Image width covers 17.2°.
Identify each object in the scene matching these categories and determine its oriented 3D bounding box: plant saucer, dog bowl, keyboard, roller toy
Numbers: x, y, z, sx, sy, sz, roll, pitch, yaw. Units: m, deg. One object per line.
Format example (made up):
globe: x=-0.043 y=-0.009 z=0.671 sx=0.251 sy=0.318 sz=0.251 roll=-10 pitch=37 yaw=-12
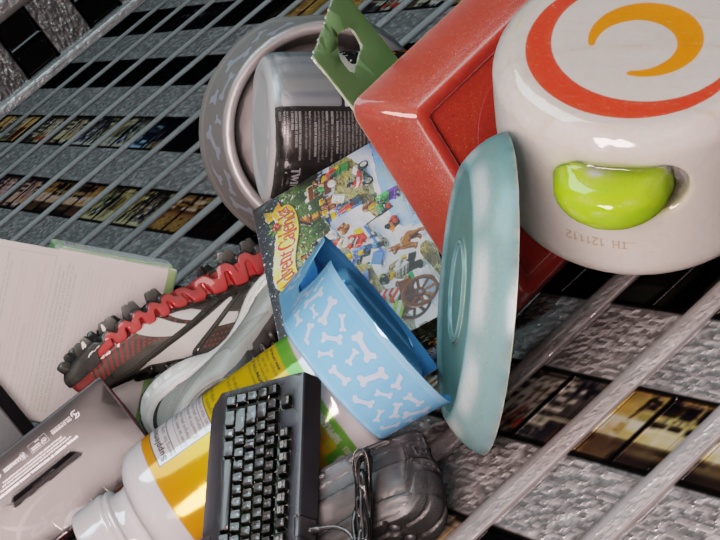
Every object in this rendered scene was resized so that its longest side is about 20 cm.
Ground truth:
plant saucer: x=0.070 y=0.013 z=1.476 sx=0.027 sy=0.201 sz=0.200 roll=4 pitch=18 yaw=-6
dog bowl: x=-0.002 y=0.044 z=1.474 sx=0.050 sy=0.112 sz=0.200 roll=-41 pitch=10 yaw=3
dog bowl: x=-0.029 y=-0.114 z=1.938 sx=0.200 sy=0.200 sz=0.059 roll=-38 pitch=10 yaw=-6
keyboard: x=-0.042 y=0.154 z=1.408 sx=0.127 sy=0.021 sz=0.201 roll=-13 pitch=60 yaw=25
plant saucer: x=0.116 y=-0.093 z=1.621 sx=0.200 sy=0.200 sz=0.037 roll=-44 pitch=27 yaw=-23
roller toy: x=0.180 y=-0.094 z=1.521 sx=0.200 sy=0.140 sz=0.182 roll=-28 pitch=48 yaw=-18

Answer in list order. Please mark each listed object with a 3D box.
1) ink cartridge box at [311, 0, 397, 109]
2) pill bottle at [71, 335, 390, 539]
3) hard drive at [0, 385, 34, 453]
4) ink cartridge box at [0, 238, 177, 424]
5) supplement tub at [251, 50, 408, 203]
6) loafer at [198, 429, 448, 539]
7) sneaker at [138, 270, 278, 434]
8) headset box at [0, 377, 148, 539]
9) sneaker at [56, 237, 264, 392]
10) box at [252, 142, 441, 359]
ink cartridge box: x=0.050 y=-0.111 z=1.699 sx=0.048 sy=0.200 sz=0.146 roll=-29 pitch=20 yaw=20
pill bottle: x=-0.085 y=0.137 z=1.555 sx=0.200 sy=0.111 sz=0.111 roll=-36 pitch=17 yaw=4
hard drive: x=-0.338 y=0.181 z=1.881 sx=0.200 sy=0.140 sz=0.033 roll=-33 pitch=19 yaw=13
ink cartridge box: x=-0.258 y=0.047 z=1.902 sx=0.048 sy=0.199 sz=0.146 roll=-142 pitch=64 yaw=-72
supplement tub: x=0.020 y=-0.110 z=1.855 sx=0.199 sy=0.123 sz=0.123 roll=-1 pitch=13 yaw=-11
loafer: x=-0.038 y=0.158 z=1.460 sx=0.200 sy=0.068 sz=0.071 roll=-25 pitch=51 yaw=20
sneaker: x=-0.075 y=0.068 z=1.803 sx=0.200 sy=0.074 sz=0.079 roll=-45 pitch=28 yaw=-7
headset box: x=-0.221 y=0.155 z=1.731 sx=0.149 sy=0.075 sz=0.200 roll=-39 pitch=-3 yaw=-6
sneaker: x=-0.138 y=0.057 z=1.866 sx=0.200 sy=0.098 sz=0.071 roll=-29 pitch=0 yaw=-26
box: x=0.000 y=0.000 z=1.731 sx=0.136 sy=0.038 sz=0.200 roll=-29 pitch=43 yaw=14
